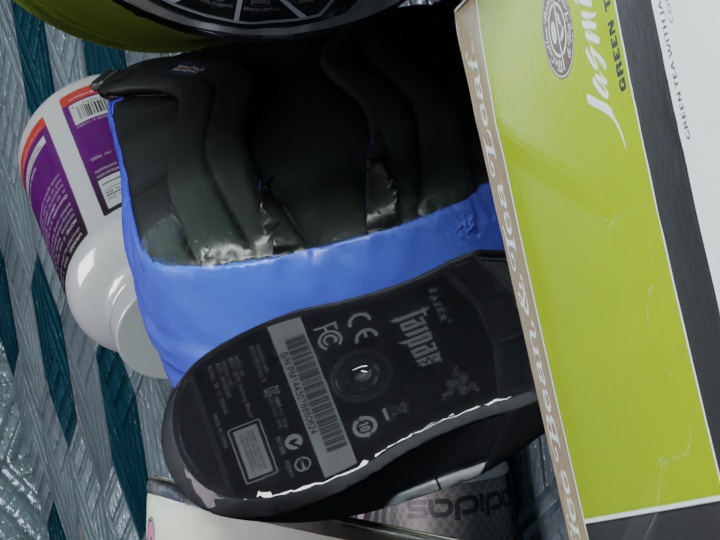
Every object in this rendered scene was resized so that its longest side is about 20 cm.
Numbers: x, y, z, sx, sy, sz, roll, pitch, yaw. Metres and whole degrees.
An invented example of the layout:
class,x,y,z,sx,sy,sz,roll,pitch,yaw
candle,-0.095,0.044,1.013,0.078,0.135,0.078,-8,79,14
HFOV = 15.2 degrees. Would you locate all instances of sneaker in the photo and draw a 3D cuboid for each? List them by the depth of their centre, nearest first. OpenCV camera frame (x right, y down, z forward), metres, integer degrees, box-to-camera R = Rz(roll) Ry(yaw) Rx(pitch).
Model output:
class,x,y,z,sx,sy,sz,roll,pitch,yaw
sneaker,0.021,0.123,1.220,0.200,0.074,0.088,147,117,-70

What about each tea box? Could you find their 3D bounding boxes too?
class,x,y,z,sx,sy,sz,roll,pitch,yaw
tea box,0.124,0.003,0.607,0.197,0.133,0.200,151,108,-74

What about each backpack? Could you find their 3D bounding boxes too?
class,x,y,z,sx,sy,sz,roll,pitch,yaw
backpack,0.000,0.000,1.016,0.200,0.162,0.168,-109,1,-68

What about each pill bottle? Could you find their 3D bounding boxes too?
class,x,y,z,sx,sy,sz,roll,pitch,yaw
pill bottle,-0.135,-0.025,1.636,0.200,0.112,0.113,-117,21,-48

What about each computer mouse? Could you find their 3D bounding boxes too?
class,x,y,z,sx,sy,sz,roll,pitch,yaw
computer mouse,0.044,0.055,0.871,0.140,0.200,0.046,61,174,36

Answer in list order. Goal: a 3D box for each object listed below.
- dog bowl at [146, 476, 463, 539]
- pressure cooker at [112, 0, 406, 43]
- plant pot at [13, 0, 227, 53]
class,x,y,z,sx,sy,sz,roll,pitch,yaw
dog bowl,0.013,0.129,0.975,0.200,0.200,0.074,170,113,-76
pressure cooker,-0.027,-0.181,0.792,0.179,0.176,0.200,45,158,10
plant pot,-0.061,-0.171,1.031,0.193,0.200,0.201,-138,39,-72
